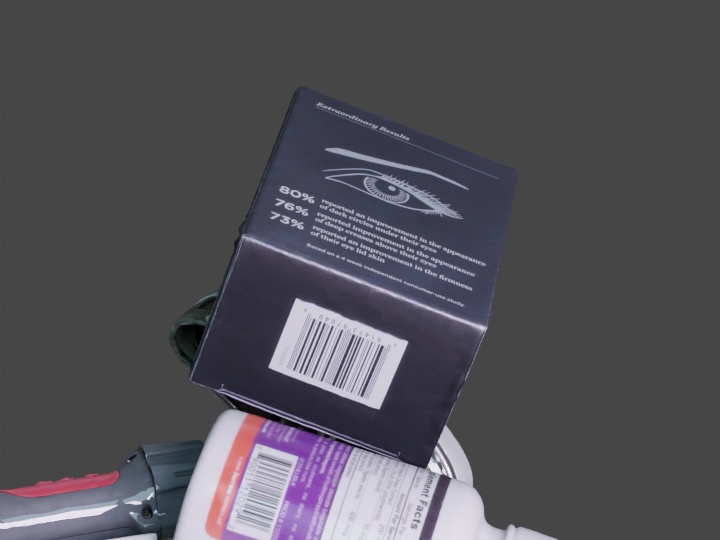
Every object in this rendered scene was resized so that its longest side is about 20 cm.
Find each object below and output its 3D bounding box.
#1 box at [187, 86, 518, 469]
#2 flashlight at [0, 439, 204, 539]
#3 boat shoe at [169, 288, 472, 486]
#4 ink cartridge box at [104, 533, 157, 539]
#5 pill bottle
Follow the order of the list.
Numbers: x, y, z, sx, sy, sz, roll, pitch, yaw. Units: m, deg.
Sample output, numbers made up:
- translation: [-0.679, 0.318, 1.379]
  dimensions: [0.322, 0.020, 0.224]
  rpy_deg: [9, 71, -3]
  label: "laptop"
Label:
- translation: [0.000, 0.000, 1.518]
  dimensions: [0.148, 0.105, 0.200]
  rpy_deg: [21, 29, -1]
  label: "box"
- translation: [-0.185, 0.133, 1.512]
  dimensions: [0.199, 0.068, 0.068]
  rpy_deg: [-9, 89, -18]
  label: "flashlight"
- translation: [-0.027, 0.087, 1.542]
  dimensions: [0.200, 0.071, 0.064]
  rpy_deg: [34, 24, 10]
  label: "boat shoe"
- translation: [-0.169, 0.257, 1.456]
  dimensions: [0.146, 0.083, 0.201]
  rpy_deg: [-8, 73, -12]
  label: "ink cartridge box"
- translation: [0.002, 0.157, 1.445]
  dimensions: [0.199, 0.111, 0.112]
  rpy_deg: [18, 68, 4]
  label: "pill bottle"
